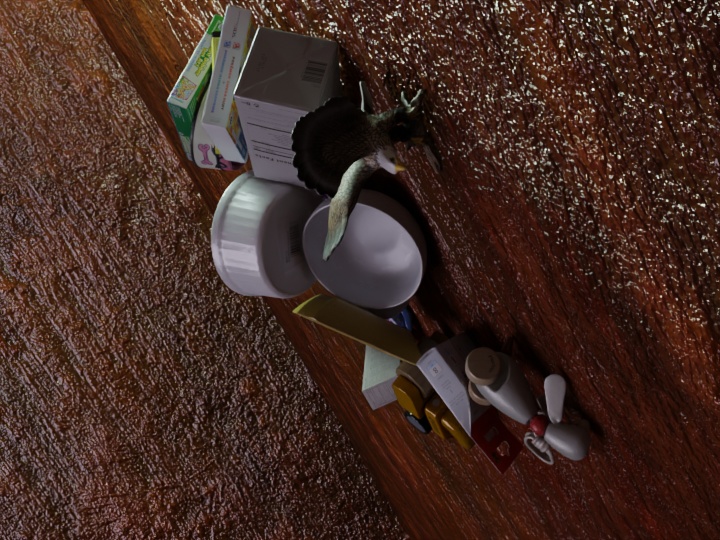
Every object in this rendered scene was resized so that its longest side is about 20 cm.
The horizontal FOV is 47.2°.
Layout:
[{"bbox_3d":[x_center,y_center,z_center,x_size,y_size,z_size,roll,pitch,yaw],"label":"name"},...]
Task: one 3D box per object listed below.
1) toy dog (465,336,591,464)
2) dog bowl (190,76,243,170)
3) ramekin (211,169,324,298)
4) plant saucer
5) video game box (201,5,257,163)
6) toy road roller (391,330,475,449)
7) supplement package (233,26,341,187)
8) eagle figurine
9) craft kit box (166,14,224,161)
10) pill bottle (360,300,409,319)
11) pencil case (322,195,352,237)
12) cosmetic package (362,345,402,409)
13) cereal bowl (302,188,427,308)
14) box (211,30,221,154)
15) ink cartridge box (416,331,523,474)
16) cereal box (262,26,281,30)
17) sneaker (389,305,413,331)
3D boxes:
[{"bbox_3d":[0.233,0.164,1.127,0.199,0.097,0.132,41,163,2],"label":"toy dog"},{"bbox_3d":[-0.241,-0.278,1.541,0.072,0.204,0.201,20,160,7],"label":"dog bowl"},{"bbox_3d":[-0.133,-0.053,1.306,0.096,0.202,0.203,12,140,35],"label":"ramekin"},{"bbox_3d":[-0.003,0.090,1.358,0.196,0.049,0.200,24,175,-13],"label":"plant saucer"},{"bbox_3d":[-0.194,-0.286,1.302,0.200,0.046,0.187,84,-165,-83],"label":"video game box"},{"bbox_3d":[0.152,0.219,1.429,0.145,0.123,0.201,30,159,35],"label":"toy road roller"},{"bbox_3d":[-0.095,-0.225,1.181,0.117,0.124,0.201,12,156,7],"label":"supplement package"},{"bbox_3d":[-0.001,-0.133,0.973,0.154,0.198,0.151,57,167,-6],"label":"eagle figurine"},{"bbox_3d":[-0.282,-0.332,1.539,0.047,0.201,0.201,18,160,6],"label":"craft kit box"},{"bbox_3d":[0.000,0.000,1.445,0.199,0.119,0.121,36,157,46],"label":"pill bottle"},{"bbox_3d":[-0.051,-0.104,1.407,0.198,0.083,0.087,13,129,49],"label":"pencil case"},{"bbox_3d":[0.052,0.178,1.573,0.051,0.081,0.201,61,-165,-21],"label":"cosmetic package"},{"bbox_3d":[0.014,-0.043,1.272,0.195,0.084,0.204,13,130,16],"label":"cereal bowl"},{"bbox_3d":[-0.220,-0.307,1.429,0.050,0.073,0.206,161,105,-77],"label":"box"},{"bbox_3d":[0.182,0.194,1.247,0.201,0.047,0.159,52,-160,12],"label":"ink cartridge box"},{"bbox_3d":[-0.152,-0.274,1.345,0.038,0.147,0.201,9,158,2],"label":"cereal box"},{"bbox_3d":[0.031,0.060,1.568,0.202,0.078,0.076,54,167,11],"label":"sneaker"}]
